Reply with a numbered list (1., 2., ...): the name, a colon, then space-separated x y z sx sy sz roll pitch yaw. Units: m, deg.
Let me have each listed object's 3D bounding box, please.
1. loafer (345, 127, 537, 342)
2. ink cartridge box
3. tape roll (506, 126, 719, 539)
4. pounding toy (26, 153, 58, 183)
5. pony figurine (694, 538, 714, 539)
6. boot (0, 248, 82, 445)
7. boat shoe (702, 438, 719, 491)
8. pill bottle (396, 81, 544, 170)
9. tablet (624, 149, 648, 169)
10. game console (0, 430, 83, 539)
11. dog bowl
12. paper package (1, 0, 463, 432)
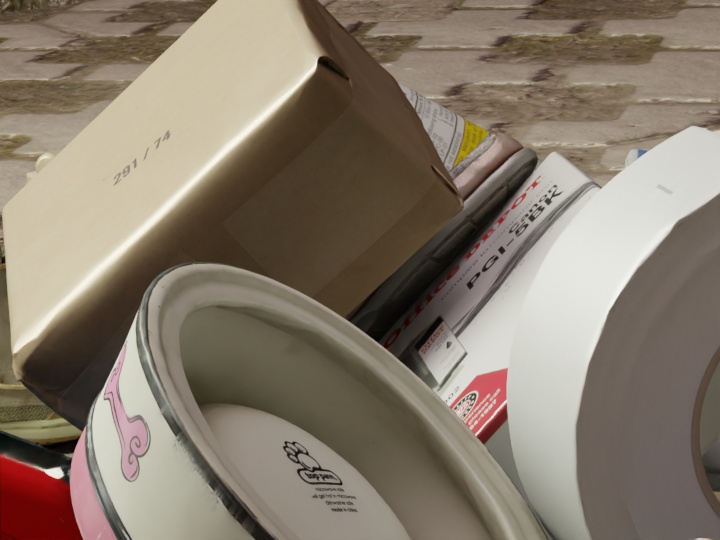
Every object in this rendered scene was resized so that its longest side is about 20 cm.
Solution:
1. loafer: 0.000 0.000 1.138 0.063 0.200 0.072 43 6 13
2. ink cartridge box: 0.086 0.041 1.038 0.147 0.083 0.200 -48 15 4
3. tape roll: 0.159 0.047 0.893 0.202 0.203 0.071 -9 15 -16
4. pounding toy: -0.117 -0.026 1.393 0.199 0.143 0.184 -11 15 -24
5. pony figurine: 0.237 0.107 0.789 0.193 0.167 0.200 -25 39 -35
6. boot: -0.184 0.012 1.232 0.199 0.155 0.072 -10 13 -14
7. boat shoe: 0.142 0.066 1.095 0.073 0.067 0.200 -10 15 -16
8. pill bottle: 0.019 -0.042 1.300 0.200 0.113 0.113 28 11 -10
9. tablet: 0.225 -0.014 1.150 0.199 0.014 0.130 19 14 2
10. game console: -0.097 0.096 0.977 0.119 0.173 0.200 -44 33 -26
11. dog bowl: -0.020 0.093 0.848 0.200 0.074 0.200 36 21 -16
12. paper package: -0.070 -0.030 1.116 0.200 0.103 0.191 -43 25 9
